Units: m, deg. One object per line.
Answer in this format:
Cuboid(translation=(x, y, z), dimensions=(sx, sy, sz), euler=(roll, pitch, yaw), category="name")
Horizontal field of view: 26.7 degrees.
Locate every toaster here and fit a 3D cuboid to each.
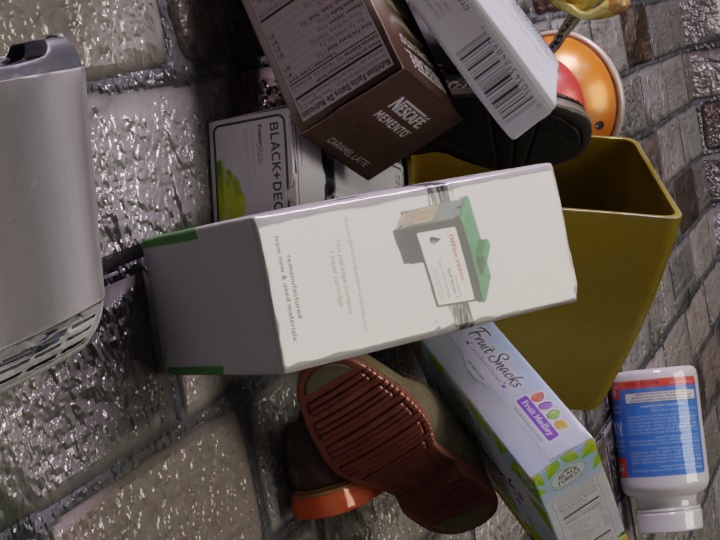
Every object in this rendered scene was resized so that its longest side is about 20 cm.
Cuboid(translation=(-0.177, -0.017, 0.582), dimensions=(0.200, 0.113, 0.130), euler=(-33, 116, -68), category="toaster")

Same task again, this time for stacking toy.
Cuboid(translation=(0.157, -0.153, 1.502), dimensions=(0.199, 0.145, 0.147), euler=(-22, 104, -49), category="stacking toy")

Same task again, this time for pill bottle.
Cuboid(translation=(0.375, 0.224, 1.897), dimensions=(0.112, 0.111, 0.202), euler=(11, 72, -67), category="pill bottle")

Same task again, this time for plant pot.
Cuboid(translation=(0.127, 0.000, 1.207), dimensions=(0.200, 0.198, 0.178), euler=(-91, -175, -68), category="plant pot")

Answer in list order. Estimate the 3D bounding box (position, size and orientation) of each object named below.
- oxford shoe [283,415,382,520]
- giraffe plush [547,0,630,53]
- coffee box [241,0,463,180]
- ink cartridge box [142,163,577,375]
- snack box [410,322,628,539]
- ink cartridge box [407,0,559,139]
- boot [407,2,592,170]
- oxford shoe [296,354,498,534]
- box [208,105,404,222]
Cuboid(translation=(0.005, 0.107, 1.060), dimensions=(0.200, 0.071, 0.073), euler=(-29, 105, -67), category="oxford shoe")
Cuboid(translation=(0.136, -0.286, 1.153), dimensions=(0.162, 0.172, 0.201), euler=(37, 75, -22), category="giraffe plush")
Cuboid(translation=(-0.022, -0.173, 0.979), dimensions=(0.114, 0.079, 0.201), euler=(24, 39, -65), category="coffee box")
Cuboid(translation=(0.000, 0.000, 0.857), dimensions=(0.199, 0.146, 0.085), euler=(-13, 93, -32), category="ink cartridge box")
Cuboid(translation=(0.104, 0.110, 1.033), dimensions=(0.200, 0.053, 0.143), euler=(51, -12, 49), category="snack box")
Cuboid(translation=(0.064, -0.193, 1.038), dimensions=(0.200, 0.041, 0.200), euler=(53, 16, -7), category="ink cartridge box")
Cuboid(translation=(0.079, -0.153, 1.183), dimensions=(0.151, 0.198, 0.074), euler=(-83, 173, -46), category="boot")
Cuboid(translation=(0.018, 0.098, 0.980), dimensions=(0.200, 0.070, 0.074), euler=(50, 19, -42), category="oxford shoe")
Cuboid(translation=(-0.029, -0.031, 1.029), dimensions=(0.200, 0.060, 0.118), euler=(16, 68, -67), category="box")
